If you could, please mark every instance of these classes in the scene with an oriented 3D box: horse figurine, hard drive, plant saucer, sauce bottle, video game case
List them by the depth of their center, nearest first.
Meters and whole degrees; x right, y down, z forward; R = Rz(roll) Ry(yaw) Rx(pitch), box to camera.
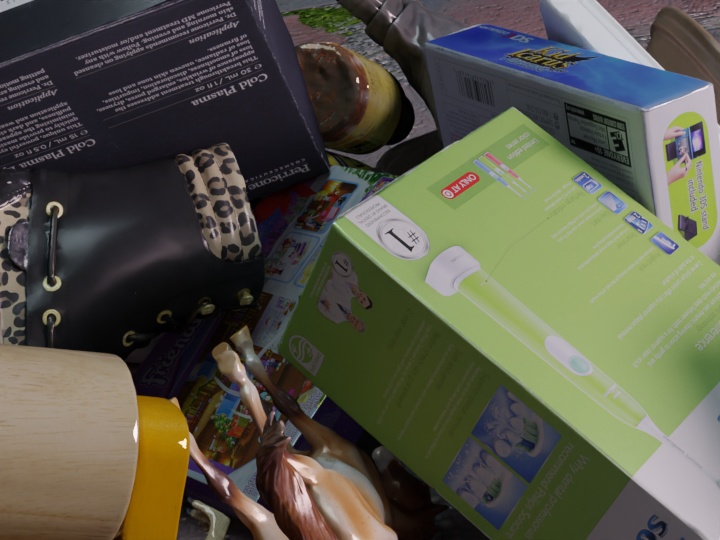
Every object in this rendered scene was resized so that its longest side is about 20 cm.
[{"bbox_3d":[-0.021,0.087,0.655,0.050,0.133,0.200,-38,3,5],"label":"horse figurine"},{"bbox_3d":[0.168,-0.049,0.818,0.026,0.132,0.200,-35,59,-3],"label":"hard drive"},{"bbox_3d":[0.114,-0.024,0.818,0.045,0.182,0.200,-21,25,-21],"label":"video game case"},{"bbox_3d":[0.211,-0.053,0.854,0.029,0.200,0.200,-35,22,6],"label":"plant saucer"},{"bbox_3d":[-0.003,-0.108,1.038,0.066,0.066,0.200,-4,-1,16],"label":"sauce bottle"}]

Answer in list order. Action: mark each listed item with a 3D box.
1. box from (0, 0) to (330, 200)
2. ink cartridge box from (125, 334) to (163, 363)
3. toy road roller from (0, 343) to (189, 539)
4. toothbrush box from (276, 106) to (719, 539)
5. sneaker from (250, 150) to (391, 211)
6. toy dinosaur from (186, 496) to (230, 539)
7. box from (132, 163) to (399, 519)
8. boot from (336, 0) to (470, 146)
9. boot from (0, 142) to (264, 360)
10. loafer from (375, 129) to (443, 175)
[{"bbox_3d":[-0.139,-0.103,0.820,0.199,0.182,0.104,-19,60,3],"label":"box"},{"bbox_3d":[-0.113,-0.050,1.030,0.084,0.145,0.200,5,27,33],"label":"ink cartridge box"},{"bbox_3d":[-0.155,0.117,0.592,0.122,0.201,0.146,8,8,-28],"label":"toy road roller"},{"bbox_3d":[0.089,0.040,0.683,0.200,0.086,0.145,38,43,16],"label":"toothbrush box"},{"bbox_3d":[-0.041,-0.045,1.007,0.199,0.076,0.076,18,7,-38],"label":"sneaker"},{"bbox_3d":[-0.090,0.154,0.681,0.199,0.058,0.101,-1,38,38],"label":"toy dinosaur"},{"bbox_3d":[-0.035,0.033,0.827,0.136,0.039,0.200,14,61,44],"label":"box"},{"bbox_3d":[0.035,-0.147,1.024,0.070,0.132,0.200,-47,9,7],"label":"boot"},{"bbox_3d":[-0.116,0.038,0.778,0.153,0.205,0.073,-12,-5,-20],"label":"boot"},{"bbox_3d":[0.106,-0.090,1.135,0.199,0.072,0.063,-14,12,3],"label":"loafer"}]
